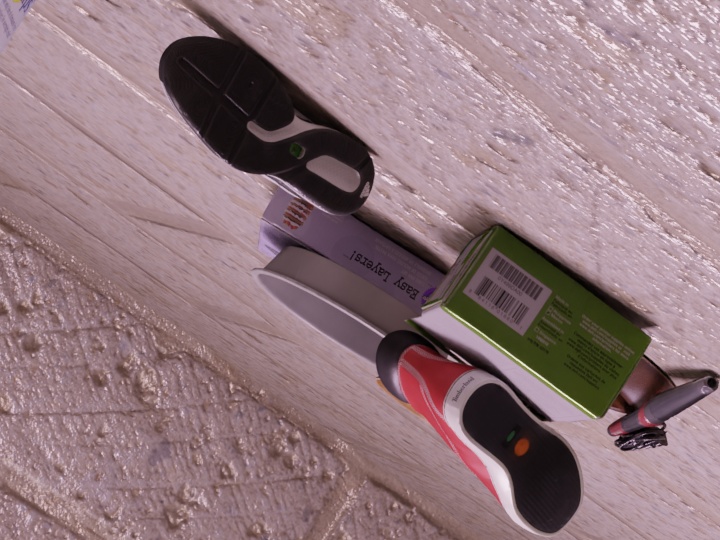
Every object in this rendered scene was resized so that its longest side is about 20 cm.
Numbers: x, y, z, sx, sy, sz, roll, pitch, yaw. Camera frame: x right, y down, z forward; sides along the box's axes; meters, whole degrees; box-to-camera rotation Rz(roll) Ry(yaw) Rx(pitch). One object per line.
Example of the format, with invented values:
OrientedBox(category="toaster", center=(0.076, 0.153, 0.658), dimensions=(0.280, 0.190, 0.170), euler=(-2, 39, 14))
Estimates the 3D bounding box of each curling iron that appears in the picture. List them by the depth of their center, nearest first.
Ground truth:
OrientedBox(category="curling iron", center=(0.242, 0.109, 1.680), dimensions=(0.049, 0.026, 0.200), euler=(-1, 162, -11))

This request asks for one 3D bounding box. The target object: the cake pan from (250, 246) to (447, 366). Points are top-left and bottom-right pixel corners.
OrientedBox(category="cake pan", center=(-0.004, 0.040, 1.867), dimensions=(0.199, 0.037, 0.200), euler=(30, 170, 6))

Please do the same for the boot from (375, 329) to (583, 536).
OrientedBox(category="boot", center=(0.093, 0.127, 1.721), dimensions=(0.144, 0.072, 0.200), euler=(29, 162, 50))

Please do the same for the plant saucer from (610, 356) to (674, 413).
OrientedBox(category="plant saucer", center=(0.168, 0.065, 1.757), dimensions=(0.199, 0.032, 0.200), euler=(33, 172, 5))

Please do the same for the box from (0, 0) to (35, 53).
OrientedBox(category="box", center=(-0.335, -0.202, 1.474), dimensions=(0.183, 0.201, 0.105), euler=(31, 170, 3))

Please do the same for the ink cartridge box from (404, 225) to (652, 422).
OrientedBox(category="ink cartridge box", center=(0.122, 0.046, 1.641), dimensions=(0.147, 0.076, 0.200), euler=(36, 172, -4))

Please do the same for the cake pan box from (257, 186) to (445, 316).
OrientedBox(category="cake pan box", center=(0.000, 0.000, 1.920), dimensions=(0.199, 0.053, 0.184), euler=(32, 173, 3))

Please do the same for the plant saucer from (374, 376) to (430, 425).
OrientedBox(category="plant saucer", center=(0.109, 0.167, 2.502), dimensions=(0.199, 0.036, 0.200), euler=(32, 171, 6))

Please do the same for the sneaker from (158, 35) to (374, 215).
OrientedBox(category="sneaker", center=(-0.092, -0.107, 1.562), dimensions=(0.200, 0.076, 0.115), euler=(35, 169, -35))
